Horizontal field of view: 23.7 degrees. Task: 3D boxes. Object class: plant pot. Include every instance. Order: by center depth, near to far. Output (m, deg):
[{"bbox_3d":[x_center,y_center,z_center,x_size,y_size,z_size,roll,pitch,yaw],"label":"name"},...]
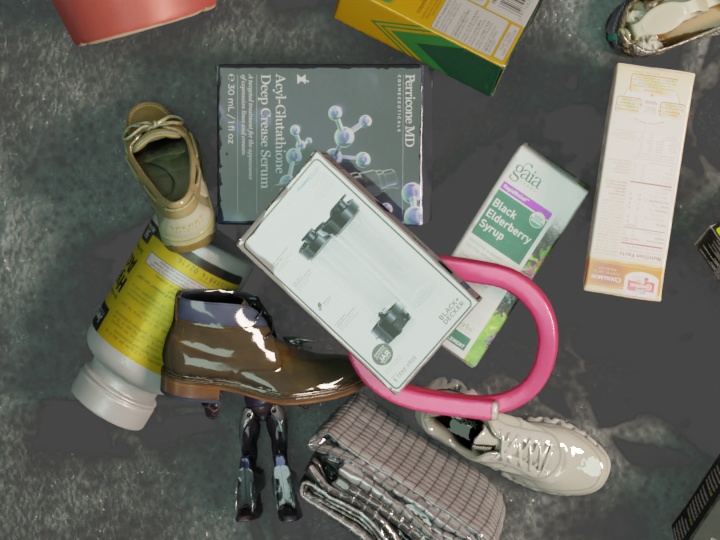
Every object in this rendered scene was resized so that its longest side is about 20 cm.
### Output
[{"bbox_3d":[-0.225,-0.315,1.606,0.198,0.201,0.179,-14,103,8],"label":"plant pot"}]

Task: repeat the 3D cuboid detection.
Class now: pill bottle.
[{"bbox_3d":[-0.196,0.049,1.659,0.111,0.111,0.201,31,97,4],"label":"pill bottle"}]

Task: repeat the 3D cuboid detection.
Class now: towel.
[{"bbox_3d":[0.037,0.215,1.618,0.199,0.166,0.086,32,103,4],"label":"towel"}]

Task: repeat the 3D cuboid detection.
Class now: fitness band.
[{"bbox_3d":[0.083,0.060,1.582,0.197,0.037,0.146,8,97,8],"label":"fitness band"}]

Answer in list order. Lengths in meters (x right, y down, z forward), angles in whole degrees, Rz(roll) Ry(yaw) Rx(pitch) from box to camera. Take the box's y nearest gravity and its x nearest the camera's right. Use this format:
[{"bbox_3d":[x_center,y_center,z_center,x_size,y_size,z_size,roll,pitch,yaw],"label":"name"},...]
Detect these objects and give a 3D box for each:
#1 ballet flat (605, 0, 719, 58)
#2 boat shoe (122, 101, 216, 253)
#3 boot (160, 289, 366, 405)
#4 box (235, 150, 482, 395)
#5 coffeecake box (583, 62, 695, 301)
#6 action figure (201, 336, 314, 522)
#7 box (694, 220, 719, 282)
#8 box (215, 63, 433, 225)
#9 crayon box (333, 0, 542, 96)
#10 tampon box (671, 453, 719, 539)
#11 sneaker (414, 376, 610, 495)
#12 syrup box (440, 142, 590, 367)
[{"bbox_3d":[0.323,-0.249,1.592,0.198,0.072,0.073,-22,92,8],"label":"ballet flat"},{"bbox_3d":[-0.184,-0.102,1.616,0.072,0.202,0.064,-16,135,-3],"label":"boat shoe"},{"bbox_3d":[-0.087,0.068,1.599,0.197,0.075,0.098,-1,109,-10],"label":"boot"},{"bbox_3d":[0.000,0.000,1.546,0.200,0.060,0.117,42,99,4],"label":"box"},{"bbox_3d":[0.252,-0.082,1.571,0.072,0.153,0.203,9,96,7],"label":"coffeecake box"},{"bbox_3d":[-0.095,0.142,1.677,0.128,0.069,0.203,-5,91,13],"label":"action figure"},{"bbox_3d":[0.432,0.011,1.544,0.192,0.048,0.201,-27,74,-20],"label":"box"},{"bbox_3d":[-0.032,-0.119,1.628,0.197,0.107,0.151,0,94,6],"label":"box"},{"bbox_3d":[0.063,-0.261,1.600,0.198,0.052,0.126,28,58,4],"label":"crayon box"},{"bbox_3d":[0.405,0.210,1.589,0.149,0.126,0.201,33,99,4],"label":"tampon box"},{"bbox_3d":[0.143,0.167,1.643,0.198,0.081,0.076,20,95,4],"label":"sneaker"},{"bbox_3d":[0.132,-0.016,1.628,0.078,0.081,0.201,33,99,4],"label":"syrup box"}]
